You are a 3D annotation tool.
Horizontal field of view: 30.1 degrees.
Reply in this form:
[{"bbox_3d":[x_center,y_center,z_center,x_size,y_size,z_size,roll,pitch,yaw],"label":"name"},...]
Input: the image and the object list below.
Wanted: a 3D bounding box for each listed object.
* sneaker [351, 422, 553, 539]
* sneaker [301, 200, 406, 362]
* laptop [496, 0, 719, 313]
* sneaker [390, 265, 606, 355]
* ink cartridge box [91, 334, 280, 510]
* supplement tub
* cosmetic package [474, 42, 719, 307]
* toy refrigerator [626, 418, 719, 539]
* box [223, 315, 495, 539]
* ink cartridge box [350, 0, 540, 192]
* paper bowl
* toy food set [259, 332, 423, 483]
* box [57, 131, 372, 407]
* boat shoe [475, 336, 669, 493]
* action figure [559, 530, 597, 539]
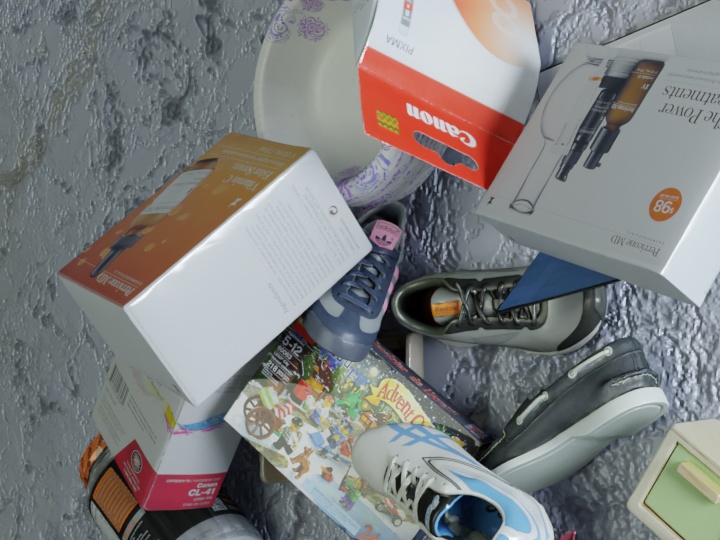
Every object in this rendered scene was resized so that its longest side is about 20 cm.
[{"bbox_3d":[0.059,0.170,1.029,0.199,0.072,0.072,24,104,43],"label":"sneaker"},{"bbox_3d":[0.000,0.000,1.125,0.082,0.070,0.200,-57,11,25],"label":"sneaker"},{"bbox_3d":[0.187,-0.086,0.975,0.187,0.115,0.202,-18,77,42],"label":"laptop"},{"bbox_3d":[0.109,0.032,1.076,0.199,0.079,0.075,-5,84,43],"label":"sneaker"},{"bbox_3d":[-0.167,0.103,1.260,0.148,0.085,0.201,51,123,45],"label":"ink cartridge box"},{"bbox_3d":[-0.194,0.246,1.340,0.200,0.122,0.123,44,118,36],"label":"supplement tub"},{"bbox_3d":[0.186,-0.073,0.913,0.200,0.052,0.151,23,83,56],"label":"cosmetic package"},{"bbox_3d":[0.282,0.192,0.908,0.200,0.070,0.076,43,118,37],"label":"toy refrigerator"},{"bbox_3d":[-0.004,0.135,1.134,0.200,0.038,0.137,39,103,20],"label":"box"},{"bbox_3d":[0.069,-0.160,1.017,0.050,0.161,0.201,-44,37,36],"label":"ink cartridge box"},{"bbox_3d":[0.006,-0.156,1.163,0.200,0.104,0.202,0,90,45],"label":"paper bowl"},{"bbox_3d":[-0.021,0.128,1.214,0.199,0.060,0.145,-2,88,44],"label":"toy food set"},{"bbox_3d":[-0.120,-0.008,1.098,0.152,0.200,0.107,17,144,55],"label":"box"},{"bbox_3d":[0.154,0.119,1.038,0.200,0.075,0.061,-36,56,36],"label":"boat shoe"},{"bbox_3d":[0.115,0.270,1.076,0.200,0.149,0.134,-40,95,17],"label":"action figure"}]
